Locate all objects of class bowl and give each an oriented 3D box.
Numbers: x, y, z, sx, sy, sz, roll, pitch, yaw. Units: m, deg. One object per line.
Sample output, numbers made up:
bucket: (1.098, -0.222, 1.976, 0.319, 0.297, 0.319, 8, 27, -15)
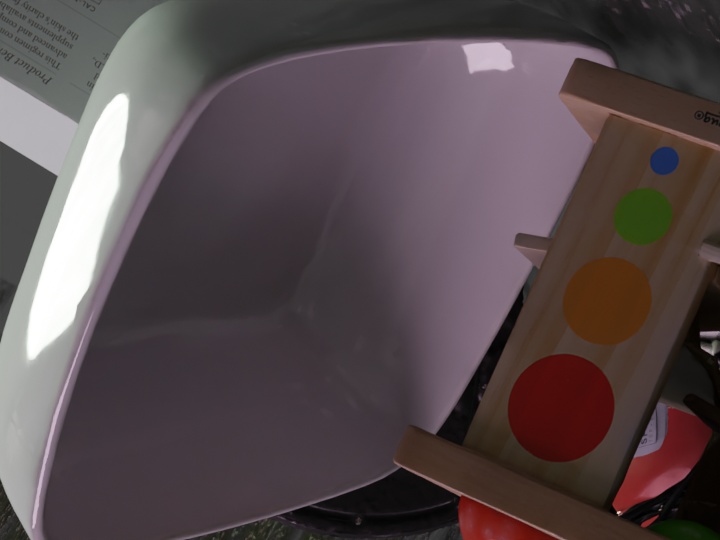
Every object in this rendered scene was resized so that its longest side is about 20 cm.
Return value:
bowl: (-0.029, -0.010, 0.615, 0.199, 0.200, 0.075, -10, -137, -46)

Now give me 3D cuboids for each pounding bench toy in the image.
pounding bench toy: (0.137, 0.053, 0.588, 0.199, 0.157, 0.124, 22, 173, 27)

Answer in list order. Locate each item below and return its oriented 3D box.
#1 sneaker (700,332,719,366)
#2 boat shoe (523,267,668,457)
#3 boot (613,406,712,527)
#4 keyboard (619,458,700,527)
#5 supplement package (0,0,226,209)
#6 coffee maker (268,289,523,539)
sneaker: (0.162, 0.034, 0.708, 0.088, 0.074, 0.200, 33, 170, -28)
boat shoe: (0.075, 0.033, 0.870, 0.066, 0.074, 0.200, -7, -167, -12)
boot: (0.129, 0.090, 0.910, 0.200, 0.072, 0.145, -20, 88, 52)
keyboard: (0.181, 0.108, 0.809, 0.104, 0.200, 0.040, 46, -156, -10)
supplement package: (-0.119, -0.110, 0.722, 0.200, 0.111, 0.156, 32, 171, -5)
coffee maker: (0.000, 0.000, 0.844, 0.134, 0.193, 0.200, 29, -174, -17)
